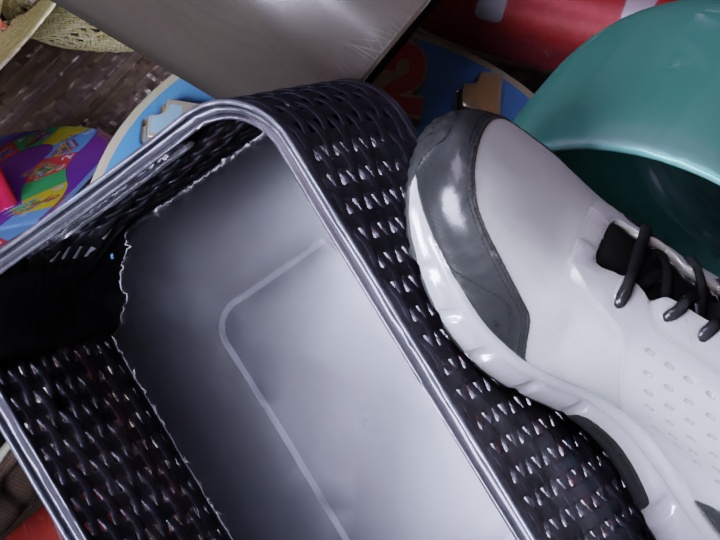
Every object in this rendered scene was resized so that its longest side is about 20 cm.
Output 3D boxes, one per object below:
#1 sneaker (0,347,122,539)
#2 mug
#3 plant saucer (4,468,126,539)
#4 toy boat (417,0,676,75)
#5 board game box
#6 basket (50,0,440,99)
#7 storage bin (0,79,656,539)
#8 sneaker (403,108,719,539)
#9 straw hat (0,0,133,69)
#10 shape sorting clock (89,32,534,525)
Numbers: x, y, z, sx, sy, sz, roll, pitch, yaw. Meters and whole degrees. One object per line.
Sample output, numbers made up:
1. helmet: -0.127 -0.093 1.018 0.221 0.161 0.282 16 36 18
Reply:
1. sneaker: -0.108 0.032 0.969 0.070 0.076 0.200 31 50 8
2. mug: 0.132 -0.004 0.902 0.185 0.152 0.114 35 49 2
3. plant saucer: -0.199 0.084 1.025 0.200 0.037 0.200 -23 59 -2
4. toy boat: 0.088 -0.144 0.990 0.200 0.131 0.131 15 69 13
5. board game box: -0.184 -0.020 1.007 0.158 0.039 0.200 -11 25 29
6. basket: -0.057 -0.147 0.928 0.200 0.136 0.180 39 107 -1
7. storage bin: -0.015 0.054 0.850 0.135 0.094 0.200 -34 82 24
8. sneaker: 0.095 0.020 0.816 0.080 0.200 0.074 -26 28 41
9. straw hat: -0.112 -0.129 1.094 0.201 0.085 0.201 -32 45 38
10. shape sorting clock: 0.000 0.000 0.964 0.200 0.039 0.200 5 61 -9
